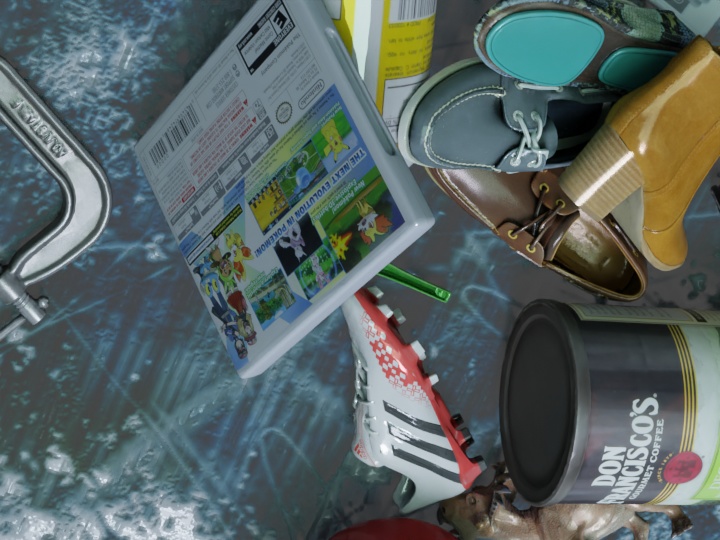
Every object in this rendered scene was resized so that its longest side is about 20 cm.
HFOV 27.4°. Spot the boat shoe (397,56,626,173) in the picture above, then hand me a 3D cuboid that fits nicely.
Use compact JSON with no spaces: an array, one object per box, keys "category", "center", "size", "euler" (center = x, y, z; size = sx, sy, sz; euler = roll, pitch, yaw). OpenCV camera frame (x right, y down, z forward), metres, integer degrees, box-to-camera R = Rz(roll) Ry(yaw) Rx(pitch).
[{"category":"boat shoe","center":[0.111,-0.100,0.985],"size":[0.199,0.062,0.074],"euler":[-10,118,-40]}]

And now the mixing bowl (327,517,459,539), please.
[{"category":"mixing bowl","center":[0.024,0.260,1.125],"size":[0.198,0.109,0.201],"euler":[-3,133,-3]}]

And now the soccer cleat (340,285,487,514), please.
[{"category":"soccer cleat","center":[0.021,0.098,1.096],"size":[0.085,0.069,0.201],"euler":[-30,118,0]}]

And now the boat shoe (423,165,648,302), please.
[{"category":"boat shoe","center":[0.132,-0.043,1.056],"size":[0.199,0.068,0.072],"euler":[33,103,-20]}]

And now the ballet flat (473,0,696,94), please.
[{"category":"ballet flat","center":[0.145,-0.157,0.974],"size":[0.198,0.074,0.075],"euler":[9,112,-37]}]

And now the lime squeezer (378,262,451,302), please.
[{"category":"lime squeezer","center":[0.000,0.000,1.019],"size":[0.038,0.200,0.071],"euler":[-46,73,11]}]

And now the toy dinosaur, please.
[{"category":"toy dinosaur","center":[0.171,0.174,1.151],"size":[0.199,0.086,0.136],"euler":[-30,79,-14]}]

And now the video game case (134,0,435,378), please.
[{"category":"video game case","center":[-0.056,-0.057,0.934],"size":[0.022,0.184,0.200],"euler":[-11,158,-45]}]

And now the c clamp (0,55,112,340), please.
[{"category":"c clamp","center":[-0.264,-0.047,1.007],"size":[0.170,0.027,0.201],"euler":[-32,114,4]}]

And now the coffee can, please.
[{"category":"coffee can","center":[0.219,0.098,1.080],"size":[0.198,0.147,0.148],"euler":[3,112,-16]}]

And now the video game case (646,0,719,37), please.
[{"category":"video game case","center":[0.215,-0.286,0.997],"size":[0.199,0.023,0.182],"euler":[32,103,-20]}]

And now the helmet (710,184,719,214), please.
[{"category":"helmet","center":[0.356,-0.039,1.029],"size":[0.198,0.191,0.202],"euler":[-4,113,-9]}]

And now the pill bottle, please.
[{"category":"pill bottle","center":[-0.010,-0.127,0.973],"size":[0.111,0.113,0.202],"euler":[0,112,-10]}]

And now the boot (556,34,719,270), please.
[{"category":"boot","center":[0.228,-0.079,1.009],"size":[0.144,0.071,0.201],"euler":[-43,150,16]}]
